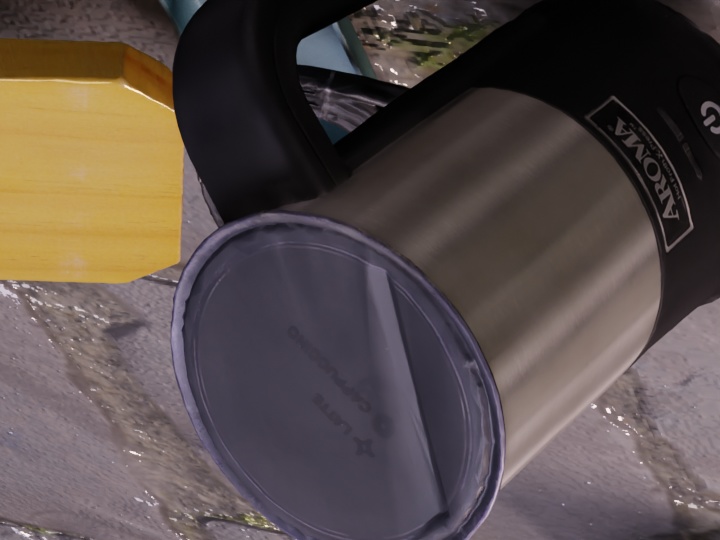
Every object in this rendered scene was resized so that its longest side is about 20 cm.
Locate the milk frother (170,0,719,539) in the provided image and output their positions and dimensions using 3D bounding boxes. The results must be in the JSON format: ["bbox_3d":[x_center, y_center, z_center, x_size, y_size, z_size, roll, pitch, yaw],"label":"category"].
[{"bbox_3d":[0.000,0.000,0.960,0.181,0.188,0.200,46,132,7],"label":"milk frother"}]

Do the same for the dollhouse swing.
[{"bbox_3d":[-0.166,-0.091,1.064,0.175,0.183,0.200,-13,158,-9],"label":"dollhouse swing"}]

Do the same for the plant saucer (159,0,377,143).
[{"bbox_3d":[-0.041,-0.103,1.019,0.070,0.019,0.200,8,154,22],"label":"plant saucer"}]
